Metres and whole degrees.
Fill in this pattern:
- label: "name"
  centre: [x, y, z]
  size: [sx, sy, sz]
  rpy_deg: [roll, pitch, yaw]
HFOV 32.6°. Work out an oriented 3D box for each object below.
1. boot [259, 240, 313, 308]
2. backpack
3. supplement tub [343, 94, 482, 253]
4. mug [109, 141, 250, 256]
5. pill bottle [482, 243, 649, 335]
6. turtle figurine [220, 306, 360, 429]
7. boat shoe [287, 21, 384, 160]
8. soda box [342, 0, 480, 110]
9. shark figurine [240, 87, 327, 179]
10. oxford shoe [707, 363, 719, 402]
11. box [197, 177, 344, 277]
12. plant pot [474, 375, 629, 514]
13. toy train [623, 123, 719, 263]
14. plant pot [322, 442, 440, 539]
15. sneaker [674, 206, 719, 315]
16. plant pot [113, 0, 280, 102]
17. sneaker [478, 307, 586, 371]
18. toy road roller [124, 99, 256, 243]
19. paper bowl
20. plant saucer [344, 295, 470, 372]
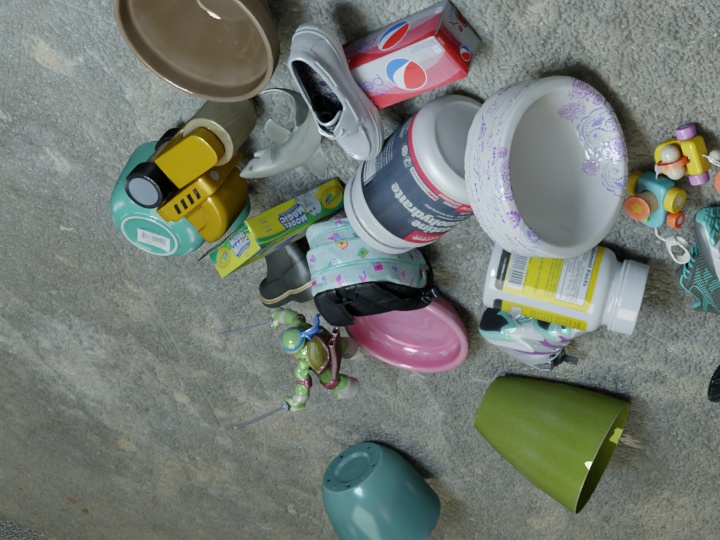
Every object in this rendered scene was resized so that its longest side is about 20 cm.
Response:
- label: "boot"
  centre: [-0.125, -0.022, 1.839]
  size: [0.139, 0.077, 0.200]
  rpy_deg: [56, 151, -11]
- label: "backpack"
  centre: [0.000, 0.000, 1.683]
  size: [0.166, 0.127, 0.200]
  rpy_deg: [-19, 165, 18]
- label: "supplement tub"
  centre: [0.081, -0.113, 1.509]
  size: [0.140, 0.141, 0.200]
  rpy_deg: [32, 145, -17]
- label: "mug"
  centre: [-0.269, -0.094, 1.752]
  size: [0.185, 0.115, 0.152]
  rpy_deg: [-13, 134, 41]
- label: "pill bottle"
  centre: [0.269, 0.016, 1.614]
  size: [0.199, 0.115, 0.114]
  rpy_deg: [15, 146, 10]
- label: "turtle figurine"
  centre: [-0.097, 0.134, 1.837]
  size: [0.200, 0.144, 0.194]
  rpy_deg: [-46, 145, 13]
- label: "boat shoe"
  centre: [-0.029, -0.189, 1.411]
  size: [0.072, 0.069, 0.200]
  rpy_deg: [6, 143, 24]
- label: "soda box"
  centre: [0.036, -0.239, 1.424]
  size: [0.200, 0.064, 0.070]
  rpy_deg: [-15, 133, 42]
- label: "shark figurine"
  centre: [-0.064, -0.158, 1.511]
  size: [0.128, 0.090, 0.215]
  rpy_deg: [-17, 165, -22]
- label: "oxford shoe"
  centre: [0.554, 0.143, 1.678]
  size: [0.084, 0.073, 0.200]
  rpy_deg: [28, 146, -14]
- label: "box"
  centre: [-0.118, -0.054, 1.658]
  size: [0.117, 0.200, 0.048]
  rpy_deg: [-33, 85, 51]
- label: "plant pot"
  centre: [0.285, 0.246, 1.904]
  size: [0.200, 0.187, 0.187]
  rpy_deg: [26, 150, 21]
- label: "toy train"
  centre: [0.377, -0.079, 1.414]
  size: [0.150, 0.056, 0.200]
  rpy_deg: [56, 149, 8]
- label: "plant pot"
  centre: [0.023, 0.414, 2.260]
  size: [0.200, 0.201, 0.161]
  rpy_deg: [-10, 123, 39]
- label: "sneaker"
  centre: [0.434, -0.003, 1.537]
  size: [0.091, 0.078, 0.200]
  rpy_deg: [2, 141, 33]
- label: "plant pot"
  centre: [-0.177, -0.298, 1.426]
  size: [0.200, 0.093, 0.201]
  rpy_deg: [16, 145, 12]
- label: "sneaker"
  centre: [0.283, 0.097, 1.767]
  size: [0.200, 0.078, 0.140]
  rpy_deg: [-4, 142, 48]
- label: "toy road roller"
  centre: [-0.196, -0.129, 1.614]
  size: [0.146, 0.123, 0.200]
  rpy_deg: [46, 131, -15]
- label: "paper bowl"
  centre: [0.199, -0.115, 1.390]
  size: [0.201, 0.201, 0.104]
  rpy_deg: [43, 157, -30]
- label: "plant saucer"
  centre: [0.073, 0.081, 1.874]
  size: [0.200, 0.051, 0.201]
  rpy_deg: [14, 146, 10]
